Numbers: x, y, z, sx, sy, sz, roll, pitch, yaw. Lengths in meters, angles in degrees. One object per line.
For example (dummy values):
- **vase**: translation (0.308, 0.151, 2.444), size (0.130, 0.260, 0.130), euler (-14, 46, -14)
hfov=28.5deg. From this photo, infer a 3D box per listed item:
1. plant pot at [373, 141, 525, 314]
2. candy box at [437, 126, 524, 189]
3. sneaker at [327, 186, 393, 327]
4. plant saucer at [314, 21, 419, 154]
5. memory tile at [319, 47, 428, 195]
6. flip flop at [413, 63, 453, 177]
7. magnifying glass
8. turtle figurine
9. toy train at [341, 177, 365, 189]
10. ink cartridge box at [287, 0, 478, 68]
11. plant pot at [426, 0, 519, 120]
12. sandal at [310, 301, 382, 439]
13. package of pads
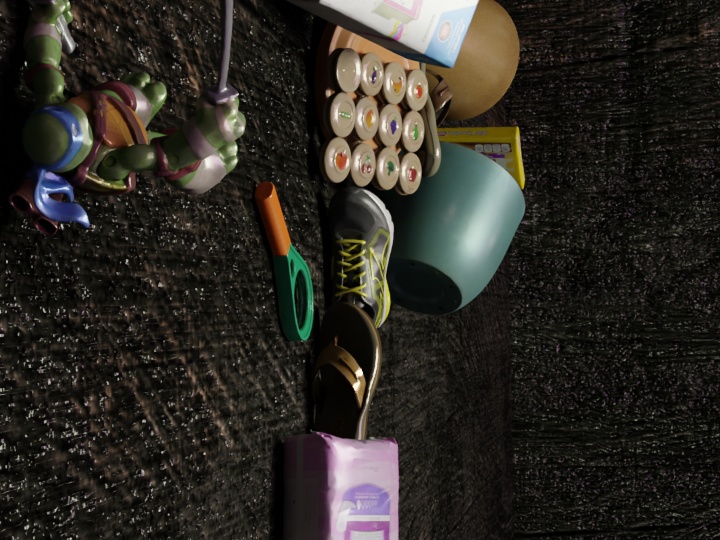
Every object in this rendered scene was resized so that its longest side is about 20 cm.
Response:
- **plant pot**: translation (0.095, -0.042, 1.825), size (0.201, 0.200, 0.161), euler (73, 33, -52)
- **candy box**: translation (0.115, -0.148, 1.889), size (0.102, 0.199, 0.026), euler (72, 22, -52)
- **sneaker**: translation (0.000, 0.000, 1.628), size (0.085, 0.074, 0.201), euler (-72, 157, -56)
- **plant saucer**: translation (0.016, -0.219, 1.656), size (0.200, 0.032, 0.201), euler (-10, 102, -55)
- **memory tile**: translation (0.020, -0.169, 1.627), size (0.200, 0.017, 0.154), euler (4, 91, -56)
- **flip flop**: translation (0.090, -0.203, 1.778), size (0.081, 0.057, 0.201), euler (107, -19, -53)
- **magnifying glass**: translation (-0.076, -0.008, 1.410), size (0.200, 0.022, 0.080), euler (79, 16, -46)
- **turtle figurine**: translation (-0.131, -0.118, 0.864), size (0.194, 0.143, 0.201), euler (7, 85, -82)
- **toy train**: translation (-0.005, -0.040, 1.719), size (0.046, 0.034, 0.201), euler (-95, 179, -77)
- **ink cartridge box**: translation (0.029, -0.312, 1.463), size (0.200, 0.085, 0.145), euler (18, 94, -40)
- **plant pot**: translation (0.099, -0.316, 1.943), size (0.200, 0.186, 0.187), euler (12, 77, -64)
- **sandal**: translation (-0.026, 0.126, 1.529), size (0.054, 0.080, 0.201), euler (33, 58, -50)
- **package of pads**: translation (-0.020, 0.264, 1.420), size (0.120, 0.076, 0.201), euler (11, 75, -45)
